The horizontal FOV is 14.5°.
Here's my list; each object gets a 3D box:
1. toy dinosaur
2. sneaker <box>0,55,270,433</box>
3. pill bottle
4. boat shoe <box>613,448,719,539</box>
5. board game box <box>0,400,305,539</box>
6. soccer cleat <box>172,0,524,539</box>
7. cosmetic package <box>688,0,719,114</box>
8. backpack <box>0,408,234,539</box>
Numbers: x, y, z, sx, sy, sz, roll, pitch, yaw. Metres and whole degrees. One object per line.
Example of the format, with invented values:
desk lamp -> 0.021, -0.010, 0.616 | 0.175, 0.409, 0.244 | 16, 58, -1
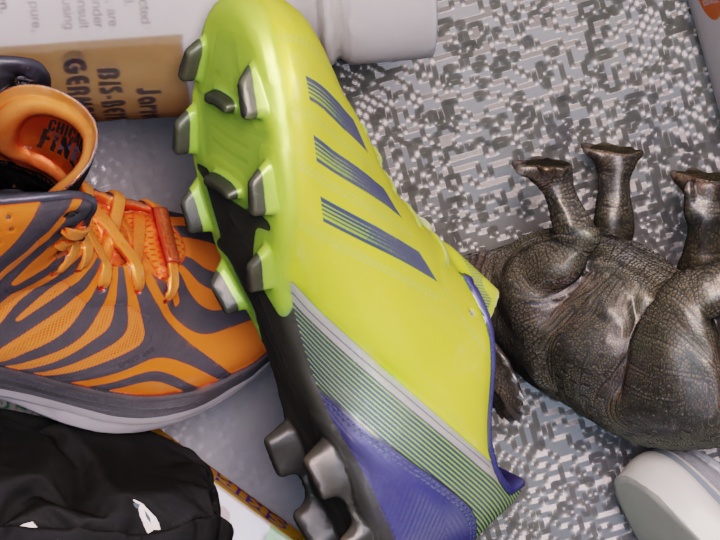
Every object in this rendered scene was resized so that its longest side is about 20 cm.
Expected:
toy dinosaur -> 0.094, 0.017, 0.944 | 0.199, 0.077, 0.103 | 13, 105, 18
sneaker -> -0.088, -0.008, 0.895 | 0.199, 0.112, 0.078 | -3, 56, -36
pill bottle -> -0.077, -0.106, 0.912 | 0.199, 0.114, 0.115 | -4, 99, -2
boat shoe -> 0.176, 0.121, 0.987 | 0.201, 0.070, 0.072 | 43, 75, -6
board game box -> -0.101, 0.092, 0.986 | 0.200, 0.030, 0.096 | 37, 96, -9
soccer cleat -> 0.000, 0.000, 0.888 | 0.083, 0.065, 0.201 | -24, 112, -21
cosmetic package -> 0.165, -0.068, 0.883 | 0.051, 0.200, 0.152 | -17, 98, -13
backpack -> -0.138, 0.148, 0.919 | 0.166, 0.127, 0.201 | 13, 104, -6
